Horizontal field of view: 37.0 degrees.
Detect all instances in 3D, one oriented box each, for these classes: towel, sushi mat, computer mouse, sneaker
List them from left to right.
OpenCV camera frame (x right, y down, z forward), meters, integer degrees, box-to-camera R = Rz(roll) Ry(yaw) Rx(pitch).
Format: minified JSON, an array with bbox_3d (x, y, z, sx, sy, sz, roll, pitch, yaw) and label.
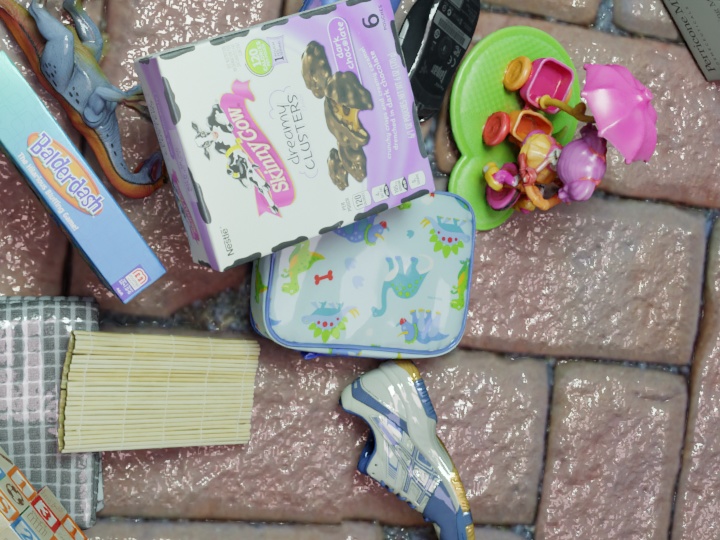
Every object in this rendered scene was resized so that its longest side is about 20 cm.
[{"bbox_3d":[-0.295,0.122,0.888,0.164,0.086,0.202,-1,94,-17],"label":"towel"},{"bbox_3d":[-0.166,0.103,0.915,0.199,0.012,0.097,7,88,-47],"label":"sushi mat"},{"bbox_3d":[0.033,-0.186,0.974,0.140,0.046,0.202,15,96,-52],"label":"computer mouse"},{"bbox_3d":[0.044,0.185,1.018,0.087,0.075,0.202,-23,94,-3],"label":"sneaker"}]

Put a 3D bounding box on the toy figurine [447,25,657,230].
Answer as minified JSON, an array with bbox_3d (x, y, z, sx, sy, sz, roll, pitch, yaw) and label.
[{"bbox_3d":[0.178,-0.117,0.963,0.149,0.184,0.202,22,91,-28],"label":"toy figurine"}]

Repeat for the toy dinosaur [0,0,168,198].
[{"bbox_3d":[-0.229,-0.152,0.917,0.198,0.105,0.183,2,104,15],"label":"toy dinosaur"}]

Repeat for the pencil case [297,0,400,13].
[{"bbox_3d":[-0.013,-0.239,0.957,0.087,0.078,0.201,35,81,-44],"label":"pencil case"}]

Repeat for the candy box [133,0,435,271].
[{"bbox_3d":[-0.057,-0.112,0.854,0.199,0.071,0.169,-22,107,-23],"label":"candy box"}]

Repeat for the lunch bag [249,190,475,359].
[{"bbox_3d":[0.000,0.000,0.977,0.198,0.082,0.163,4,91,-18],"label":"lunch bag"}]

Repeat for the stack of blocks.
[{"bbox_3d":[-0.260,0.203,0.804,0.058,0.115,0.201,-38,95,-2],"label":"stack of blocks"}]

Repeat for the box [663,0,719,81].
[{"bbox_3d":[0.403,-0.326,1.060,0.199,0.131,0.200,-38,104,-11],"label":"box"}]

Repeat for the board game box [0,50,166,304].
[{"bbox_3d":[-0.239,-0.071,0.858,0.045,0.152,0.201,-38,104,-12],"label":"board game box"}]
